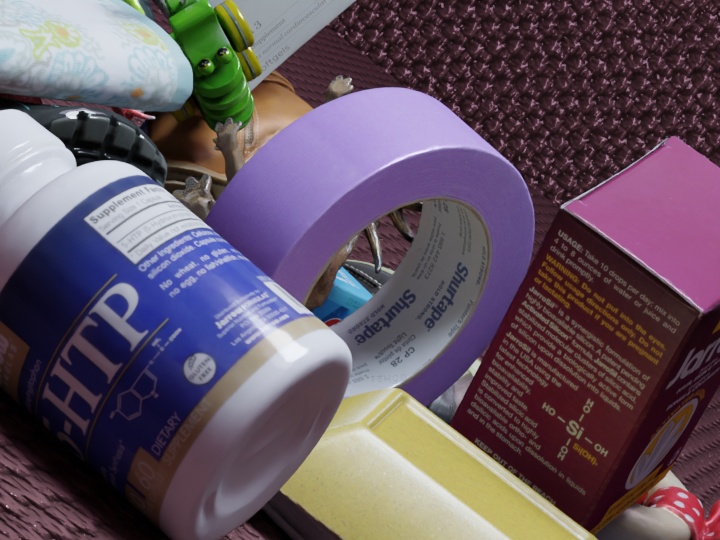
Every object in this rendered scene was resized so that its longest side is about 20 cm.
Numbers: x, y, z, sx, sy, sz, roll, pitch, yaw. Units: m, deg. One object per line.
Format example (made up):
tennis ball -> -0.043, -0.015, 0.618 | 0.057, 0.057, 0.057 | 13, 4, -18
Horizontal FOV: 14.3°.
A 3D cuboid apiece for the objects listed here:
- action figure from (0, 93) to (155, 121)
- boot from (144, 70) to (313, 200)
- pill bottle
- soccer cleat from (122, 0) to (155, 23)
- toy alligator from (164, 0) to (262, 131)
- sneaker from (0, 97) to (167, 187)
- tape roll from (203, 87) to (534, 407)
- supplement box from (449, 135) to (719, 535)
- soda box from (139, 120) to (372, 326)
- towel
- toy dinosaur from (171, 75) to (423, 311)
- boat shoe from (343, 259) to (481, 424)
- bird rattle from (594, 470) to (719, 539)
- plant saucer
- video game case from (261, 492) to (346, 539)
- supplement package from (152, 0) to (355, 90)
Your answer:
action figure -> -0.189, -0.099, 1.666 | 0.099, 0.065, 0.200 | 23, 14, -23
boot -> -0.114, -0.079, 1.772 | 0.199, 0.074, 0.155 | -1, 39, -31
pill bottle -> -0.113, 0.021, 1.317 | 0.200, 0.120, 0.120 | 39, 9, 17
soccer cleat -> -0.186, -0.190, 1.727 | 0.200, 0.068, 0.081 | 33, 34, 28
toy alligator -> -0.088, -0.123, 1.646 | 0.054, 0.059, 0.200 | 57, -8, 21
sneaker -> -0.193, -0.068, 1.530 | 0.199, 0.076, 0.079 | 12, 15, -39
tape roll -> 0.000, 0.000, 1.598 | 0.066, 0.200, 0.200 | 42, 10, 38
supplement box -> 0.145, 0.044, 1.623 | 0.103, 0.201, 0.131 | 38, 38, 18
soda box -> -0.077, -0.016, 1.825 | 0.200, 0.064, 0.068 | 44, 12, 35
towel -> -0.211, -0.144, 1.580 | 0.200, 0.048, 0.171 | 33, 21, 35
toy dinosaur -> -0.031, -0.024, 1.666 | 0.086, 0.201, 0.136 | 9, -30, 40
boat shoe -> 0.017, 0.044, 1.845 | 0.065, 0.073, 0.200 | 26, 9, -44
bird rattle -> 0.161, 0.139, 1.762 | 0.163, 0.113, 0.200 | 11, 37, -42
plant saucer -> 0.052, 0.129, 1.490 | 0.200, 0.049, 0.200 | 37, 9, 4
video game case -> 0.026, 0.152, 1.502 | 0.182, 0.023, 0.200 | 42, 11, 29
supplement package -> -0.101, -0.224, 1.731 | 0.200, 0.117, 0.117 | 49, 1, -41
